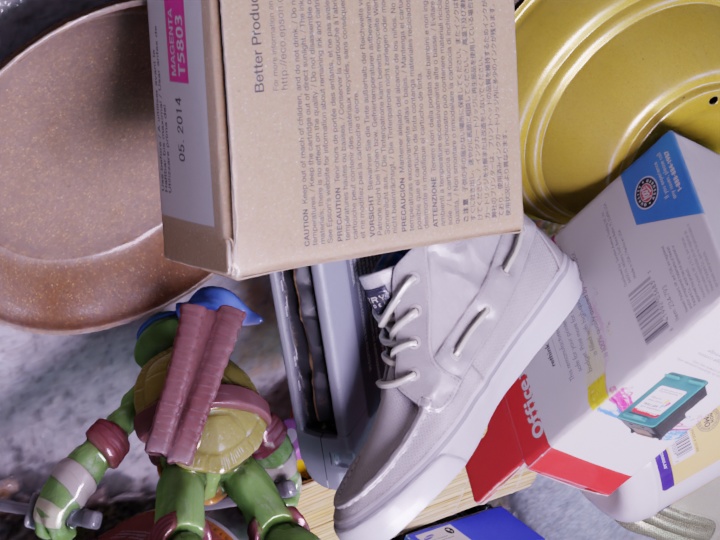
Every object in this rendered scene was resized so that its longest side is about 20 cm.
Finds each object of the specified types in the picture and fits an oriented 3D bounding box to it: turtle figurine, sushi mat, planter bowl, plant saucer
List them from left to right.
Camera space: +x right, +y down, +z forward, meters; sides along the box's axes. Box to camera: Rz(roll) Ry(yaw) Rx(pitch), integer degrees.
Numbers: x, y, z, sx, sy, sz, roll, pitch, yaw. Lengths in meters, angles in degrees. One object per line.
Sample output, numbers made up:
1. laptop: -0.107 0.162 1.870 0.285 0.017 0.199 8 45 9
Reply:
1. plant saucer: -0.123 -0.057 1.122 0.200 0.037 0.201 -20 136 -21
2. turtle figurine: -0.090 0.130 1.184 0.200 0.194 0.144 -43 134 14
3. sushi mat: 0.023 0.129 1.347 0.200 0.012 0.096 -19 142 -23
4. planter bowl: 0.162 -0.086 1.272 0.200 0.083 0.201 -21 137 -21

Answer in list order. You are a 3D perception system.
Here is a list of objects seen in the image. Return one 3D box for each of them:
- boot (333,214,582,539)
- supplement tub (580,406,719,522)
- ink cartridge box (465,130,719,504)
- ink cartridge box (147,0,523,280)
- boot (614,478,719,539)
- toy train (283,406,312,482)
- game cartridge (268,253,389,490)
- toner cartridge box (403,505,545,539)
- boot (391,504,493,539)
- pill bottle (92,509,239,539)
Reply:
1. boot: 0.026 0.041 1.168 0.096 0.073 0.200 46 62 -17
2. supplement tub: 0.207 0.046 1.382 0.200 0.145 0.146 -28 139 -13
3. ink cartridge box: 0.135 0.036 1.232 0.067 0.116 0.200 21 129 -35
4. ink cartridge box: -0.012 -0.108 1.061 0.164 0.075 0.201 -8 101 -30
5. boot: 0.275 0.118 1.562 0.199 0.072 0.155 4 124 -33
6. toy train: 0.005 0.100 1.358 0.200 0.056 0.150 -29 145 -10
7. game cartridge: 0.000 0.000 1.208 0.133 0.041 0.200 -58 149 -47
8. toner cartridge box: 0.041 0.247 1.431 0.095 0.043 0.200 -8 126 -47
9. boot: 0.032 0.222 1.481 0.174 0.069 0.200 -43 144 -1
10. pill bottle: -0.134 0.203 1.237 0.112 0.112 0.200 -53 170 17
